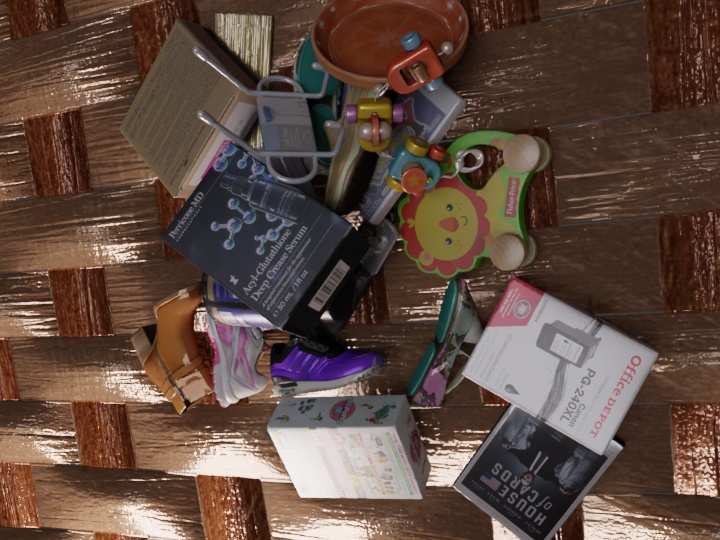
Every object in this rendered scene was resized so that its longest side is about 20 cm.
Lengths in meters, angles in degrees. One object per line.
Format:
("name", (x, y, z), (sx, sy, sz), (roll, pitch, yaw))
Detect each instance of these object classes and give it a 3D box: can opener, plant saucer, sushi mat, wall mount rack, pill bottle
("can opener", (0.000, 0.000, 1.067), (0.053, 0.067, 0.201), (37, 123, 12))
("plant saucer", (0.037, -0.298, 0.948), (0.199, 0.201, 0.032), (19, 148, 18))
("sushi mat", (-0.178, -0.280, 1.110), (0.095, 0.012, 0.202), (8, 101, 21))
("wall mount rack", (-0.114, -0.199, 0.904), (0.075, 0.172, 0.201), (108, 156, -48))
("pill bottle", (-0.112, 0.026, 1.036), (0.199, 0.112, 0.113), (2, 99, 27))

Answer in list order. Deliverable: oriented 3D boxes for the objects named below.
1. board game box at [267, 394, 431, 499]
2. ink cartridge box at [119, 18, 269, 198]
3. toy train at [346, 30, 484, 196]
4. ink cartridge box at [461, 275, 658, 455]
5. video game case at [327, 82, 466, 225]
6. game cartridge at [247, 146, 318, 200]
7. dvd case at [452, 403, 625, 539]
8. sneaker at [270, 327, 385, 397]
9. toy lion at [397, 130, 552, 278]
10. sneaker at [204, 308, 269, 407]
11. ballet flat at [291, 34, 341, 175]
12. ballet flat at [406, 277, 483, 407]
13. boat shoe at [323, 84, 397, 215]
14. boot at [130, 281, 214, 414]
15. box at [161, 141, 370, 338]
("board game box", (-0.015, 0.255, 1.072), (0.199, 0.064, 0.148), (-5, 123, 24))
("ink cartridge box", (-0.245, -0.232, 1.091), (0.165, 0.075, 0.200), (48, 115, 20))
("toy train", (0.068, -0.169, 0.886), (0.149, 0.056, 0.200), (-22, 125, 15))
("ink cartridge box", (0.253, 0.116, 0.948), (0.199, 0.083, 0.146), (29, 95, 16))
("video game case", (0.023, -0.195, 1.005), (0.182, 0.023, 0.200), (49, 114, 30))
("game cartridge", (-0.141, -0.101, 1.068), (0.200, 0.041, 0.134), (-25, 84, 49))
("dvd case", (0.239, 0.266, 1.022), (0.150, 0.025, 0.201), (35, 109, 14))
("sneaker", (-0.060, 0.123, 1.084), (0.199, 0.069, 0.100), (-15, 86, 33))
("toy lion", (0.142, -0.087, 0.991), (0.191, 0.069, 0.202), (12, 103, 27))
("sneaker", (-0.185, 0.102, 1.142), (0.088, 0.081, 0.202), (-8, 85, -4))
("ballet flat", (-0.064, -0.224, 1.024), (0.071, 0.072, 0.202), (-6, 79, 22))
("ballet flat", (0.126, 0.103, 1.025), (0.071, 0.069, 0.201), (16, 113, -6))
("boat shoe", (-0.014, -0.173, 0.967), (0.076, 0.072, 0.201), (19, 86, 16))
("boot", (-0.270, 0.123, 1.176), (0.200, 0.074, 0.155), (-44, 76, 37))
("box", (-0.114, -0.036, 0.927), (0.199, 0.107, 0.149), (34, 88, 18))
